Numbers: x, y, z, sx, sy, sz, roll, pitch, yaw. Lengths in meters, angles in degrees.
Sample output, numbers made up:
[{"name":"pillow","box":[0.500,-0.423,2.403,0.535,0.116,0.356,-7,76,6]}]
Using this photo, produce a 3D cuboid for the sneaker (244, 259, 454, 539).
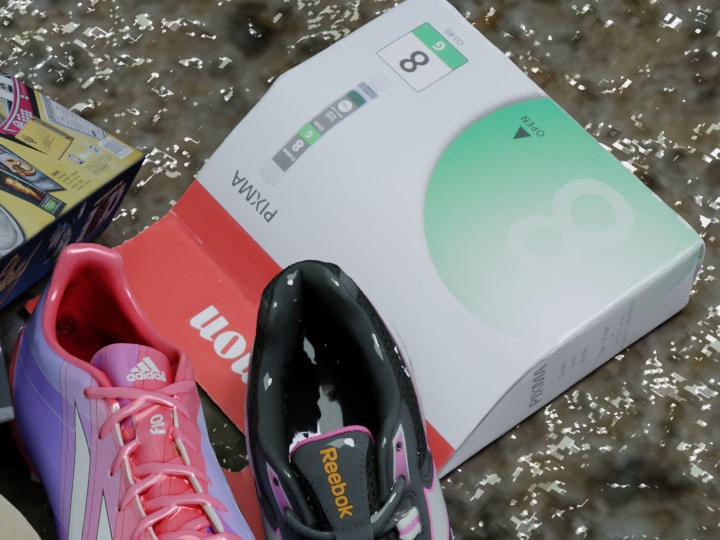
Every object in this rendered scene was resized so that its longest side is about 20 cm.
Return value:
[{"name":"sneaker","box":[-0.005,0.088,0.893,0.080,0.086,0.201,-19,67,0]}]

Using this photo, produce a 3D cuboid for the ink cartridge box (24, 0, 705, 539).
[{"name":"ink cartridge box","box":[0.000,0.000,0.995,0.200,0.050,0.161,-32,61,-23]}]

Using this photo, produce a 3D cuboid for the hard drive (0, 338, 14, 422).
[{"name":"hard drive","box":[-0.222,0.040,0.925,0.199,0.033,0.140,-11,13,-8]}]

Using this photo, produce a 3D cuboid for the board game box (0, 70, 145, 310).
[{"name":"board game box","box":[-0.162,-0.043,0.937,0.135,0.035,0.200,31,15,2]}]

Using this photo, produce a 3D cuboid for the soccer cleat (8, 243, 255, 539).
[{"name":"soccer cleat","box":[-0.070,0.070,0.895,0.066,0.077,0.200,-3,33,-24]}]

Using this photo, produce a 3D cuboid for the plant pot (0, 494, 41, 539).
[{"name":"plant pot","box":[-0.175,0.150,0.822,0.187,0.188,0.200,17,40,12]}]
